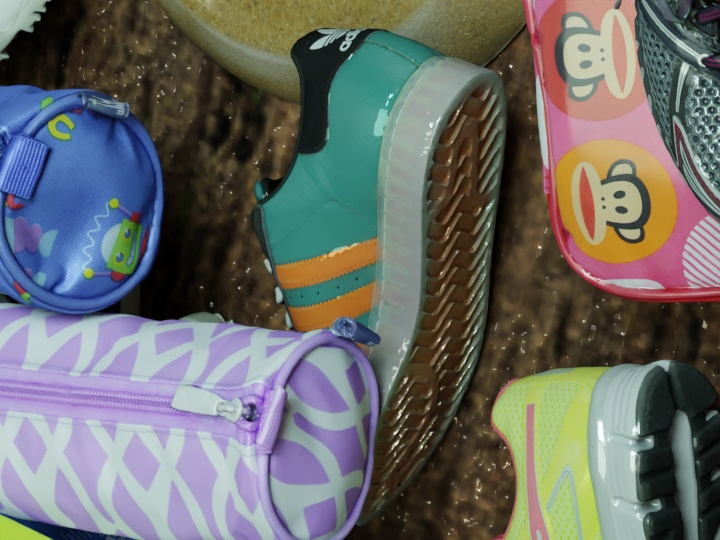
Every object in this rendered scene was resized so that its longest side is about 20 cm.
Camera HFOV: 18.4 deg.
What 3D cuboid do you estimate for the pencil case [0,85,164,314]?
[{"bbox_3d":[-0.159,-0.040,0.852,0.200,0.087,0.078,15,72,47],"label":"pencil case"}]

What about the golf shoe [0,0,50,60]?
[{"bbox_3d":[-0.151,-0.170,0.824,0.078,0.097,0.201,45,127,43],"label":"golf shoe"}]

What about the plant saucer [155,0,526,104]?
[{"bbox_3d":[-0.019,-0.153,0.808,0.199,0.035,0.201,9,110,24],"label":"plant saucer"}]

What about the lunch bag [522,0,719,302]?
[{"bbox_3d":[0.144,-0.091,0.723,0.175,0.082,0.201,-1,104,23],"label":"lunch bag"}]

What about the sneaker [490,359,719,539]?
[{"bbox_3d":[0.091,0.124,0.831,0.090,0.078,0.201,7,108,38],"label":"sneaker"}]

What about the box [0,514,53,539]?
[{"bbox_3d":[-0.098,0.162,0.860,0.199,0.048,0.122,27,145,-6],"label":"box"}]

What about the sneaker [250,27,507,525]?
[{"bbox_3d":[0.000,0.000,0.829,0.080,0.071,0.201,27,125,27],"label":"sneaker"}]

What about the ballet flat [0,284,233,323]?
[{"bbox_3d":[-0.095,0.038,0.895,0.199,0.068,0.069,30,109,15],"label":"ballet flat"}]

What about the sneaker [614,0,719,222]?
[{"bbox_3d":[0.105,-0.106,0.647,0.080,0.075,0.201,-5,100,25],"label":"sneaker"}]

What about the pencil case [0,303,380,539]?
[{"bbox_3d":[-0.089,0.055,0.808,0.199,0.085,0.084,2,82,31],"label":"pencil case"}]

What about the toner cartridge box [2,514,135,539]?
[{"bbox_3d":[-0.160,0.091,0.958,0.200,0.043,0.095,35,121,12],"label":"toner cartridge box"}]
